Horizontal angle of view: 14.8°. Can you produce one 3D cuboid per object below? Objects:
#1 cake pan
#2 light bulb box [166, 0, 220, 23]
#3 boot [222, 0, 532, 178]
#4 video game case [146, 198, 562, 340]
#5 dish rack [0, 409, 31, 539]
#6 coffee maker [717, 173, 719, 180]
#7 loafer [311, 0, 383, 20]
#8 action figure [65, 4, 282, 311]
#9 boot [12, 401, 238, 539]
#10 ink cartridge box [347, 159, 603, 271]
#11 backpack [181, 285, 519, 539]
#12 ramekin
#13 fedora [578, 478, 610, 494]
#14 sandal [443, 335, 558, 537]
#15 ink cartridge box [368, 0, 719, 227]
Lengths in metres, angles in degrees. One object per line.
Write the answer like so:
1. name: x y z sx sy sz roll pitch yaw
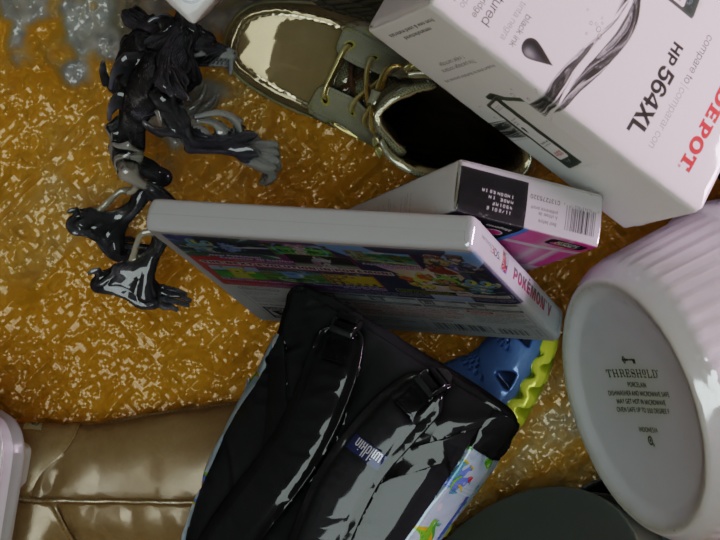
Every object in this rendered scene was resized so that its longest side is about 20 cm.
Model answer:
1. cake pan: 0.103 0.213 1.662 0.200 0.201 0.037 -37 130 9
2. light bulb box: -0.067 -0.265 1.595 0.125 0.198 0.200 41 101 -5
3. boot: 0.009 -0.105 1.636 0.199 0.155 0.072 22 99 -1
4. video game case: 0.000 0.000 1.615 0.199 0.182 0.023 4 74 22
5. dish rack: -0.264 0.161 1.716 0.043 0.171 0.201 3 102 -41
6. coffee maker: 0.294 -0.116 1.642 0.200 0.135 0.192 -43 69 8
7. loafer: 0.035 -0.179 1.639 0.199 0.075 0.069 17 80 -39
8. action figure: -0.112 -0.083 1.667 0.102 0.119 0.201 1 123 -29
9. boot: -0.137 0.171 1.736 0.199 0.066 0.176 -1 98 4
10. ink cartridge box: 0.051 -0.022 1.618 0.094 0.200 0.037 13 77 -24
11. backpack: -0.018 0.138 1.635 0.163 0.154 0.201 29 81 15
12. ramekin: 0.197 0.067 1.619 0.094 0.202 0.203 -18 98 -23
13. fedora: 0.186 0.217 1.705 0.199 0.092 0.202 1 98 4
14. sandal: 0.051 0.092 1.707 0.087 0.079 0.200 36 98 2
15. ink cartridge box: 0.128 -0.140 1.548 0.200 0.084 0.146 35 71 -18
